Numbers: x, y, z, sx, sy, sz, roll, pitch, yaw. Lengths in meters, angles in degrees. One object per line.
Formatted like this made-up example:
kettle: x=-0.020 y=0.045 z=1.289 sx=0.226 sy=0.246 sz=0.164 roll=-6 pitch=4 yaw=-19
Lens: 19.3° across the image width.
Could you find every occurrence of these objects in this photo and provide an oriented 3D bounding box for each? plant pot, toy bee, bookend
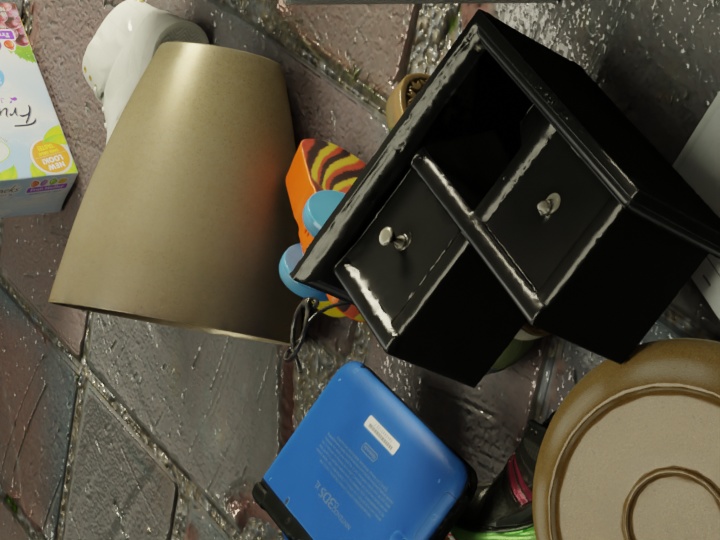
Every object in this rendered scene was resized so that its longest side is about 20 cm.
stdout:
plant pot: x=-0.118 y=-0.059 z=1.542 sx=0.187 sy=0.186 sz=0.201 roll=6 pitch=85 yaw=56
plant pot: x=0.178 y=0.138 z=1.157 sx=0.199 sy=0.027 sz=0.202 roll=4 pitch=98 yaw=31
toy bee: x=0.000 y=0.000 z=1.436 sx=0.131 sy=0.108 sz=0.201 roll=129 pitch=152 yaw=-57
bookend: x=0.081 y=-0.007 z=1.198 sx=0.200 sy=0.092 sz=0.199 roll=-53 pitch=39 yaw=17

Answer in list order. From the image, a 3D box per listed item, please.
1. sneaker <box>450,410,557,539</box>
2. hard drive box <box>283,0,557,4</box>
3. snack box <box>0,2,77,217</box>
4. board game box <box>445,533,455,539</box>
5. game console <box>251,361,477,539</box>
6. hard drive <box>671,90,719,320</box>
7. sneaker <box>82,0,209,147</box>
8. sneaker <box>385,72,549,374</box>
sneaker: x=0.121 y=0.130 z=1.290 sx=0.200 sy=0.076 sz=0.084 roll=-18 pitch=63 yaw=52
hard drive box: x=0.056 y=-0.232 z=1.210 sx=0.156 sy=0.199 sz=0.077 roll=-57 pitch=50 yaw=44
snack box: x=-0.364 y=-0.142 z=1.891 sx=0.068 sy=0.168 sz=0.201 roll=-55 pitch=51 yaw=49
board game box: x=0.035 y=0.238 z=1.442 sx=0.152 sy=0.046 sz=0.201 roll=47 pitch=131 yaw=43
game console: x=0.019 y=0.183 z=1.376 sx=0.171 sy=0.118 sz=0.200 roll=-54 pitch=30 yaw=3
hard drive: x=0.234 y=-0.057 z=1.118 sx=0.132 sy=0.027 sz=0.201 roll=61 pitch=139 yaw=33
sneaker: x=-0.183 y=-0.118 z=1.715 sx=0.115 sy=0.073 sz=0.201 roll=34 pitch=112 yaw=52
sneaker: x=0.052 y=-0.021 z=1.361 sx=0.090 sy=0.067 sz=0.201 roll=-48 pitch=58 yaw=42
